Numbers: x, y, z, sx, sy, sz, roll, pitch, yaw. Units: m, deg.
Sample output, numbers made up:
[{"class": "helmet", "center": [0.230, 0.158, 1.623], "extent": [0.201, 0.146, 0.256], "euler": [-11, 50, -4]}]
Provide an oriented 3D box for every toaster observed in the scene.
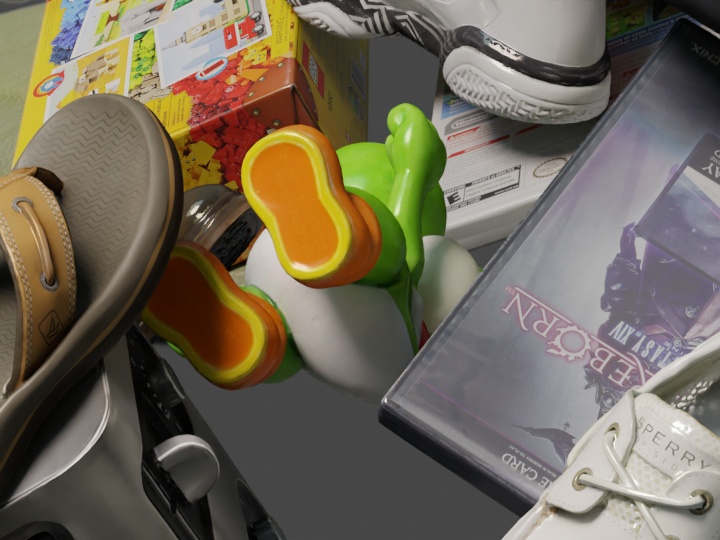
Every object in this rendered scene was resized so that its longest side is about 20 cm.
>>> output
[{"class": "toaster", "center": [-0.123, 0.122, 0.869], "extent": [0.199, 0.181, 0.119], "euler": [-30, 33, 2]}]

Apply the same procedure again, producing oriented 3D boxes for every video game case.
[{"class": "video game case", "center": [0.099, -0.091, 1.127], "extent": [0.142, 0.018, 0.201], "euler": [-19, 34, 21]}, {"class": "video game case", "center": [0.119, 0.016, 0.885], "extent": [0.142, 0.019, 0.200], "euler": [32, 61, 13]}]

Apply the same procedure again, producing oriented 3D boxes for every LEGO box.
[{"class": "LEGO box", "center": [-0.077, -0.085, 1.212], "extent": [0.148, 0.077, 0.201], "euler": [-22, 33, 15]}]

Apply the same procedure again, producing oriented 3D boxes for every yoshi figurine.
[{"class": "yoshi figurine", "center": [-0.012, -0.008, 0.947], "extent": [0.112, 0.200, 0.113], "euler": [5, 87, 22]}]

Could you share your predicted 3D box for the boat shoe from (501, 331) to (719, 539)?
[{"class": "boat shoe", "center": [0.094, 0.066, 0.797], "extent": [0.071, 0.070, 0.200], "euler": [34, 60, 24]}]

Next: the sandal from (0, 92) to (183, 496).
[{"class": "sandal", "center": [-0.121, 0.011, 0.805], "extent": [0.081, 0.055, 0.200], "euler": [5, 48, 38]}]

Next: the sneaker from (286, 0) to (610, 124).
[{"class": "sneaker", "center": [0.038, -0.148, 1.097], "extent": [0.075, 0.116, 0.200], "euler": [-11, 32, -39]}]

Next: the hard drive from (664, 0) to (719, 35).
[{"class": "hard drive", "center": [0.151, -0.097, 0.928], "extent": [0.042, 0.134, 0.200], "euler": [-60, -11, 10]}]

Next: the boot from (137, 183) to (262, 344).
[{"class": "boot", "center": [-0.105, -0.017, 1.042], "extent": [0.075, 0.097, 0.200], "euler": [-45, 2, -23]}]
